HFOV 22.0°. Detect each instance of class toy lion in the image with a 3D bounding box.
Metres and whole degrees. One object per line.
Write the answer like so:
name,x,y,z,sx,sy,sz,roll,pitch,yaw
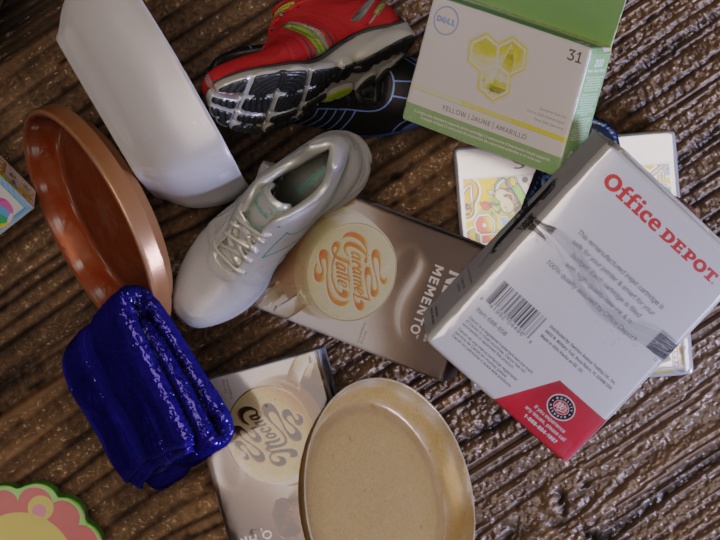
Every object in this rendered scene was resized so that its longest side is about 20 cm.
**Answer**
toy lion,-0.300,0.278,1.540,0.191,0.069,0.200,-6,90,-3

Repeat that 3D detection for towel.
towel,-0.177,0.100,1.460,0.050,0.200,0.148,-32,87,-27

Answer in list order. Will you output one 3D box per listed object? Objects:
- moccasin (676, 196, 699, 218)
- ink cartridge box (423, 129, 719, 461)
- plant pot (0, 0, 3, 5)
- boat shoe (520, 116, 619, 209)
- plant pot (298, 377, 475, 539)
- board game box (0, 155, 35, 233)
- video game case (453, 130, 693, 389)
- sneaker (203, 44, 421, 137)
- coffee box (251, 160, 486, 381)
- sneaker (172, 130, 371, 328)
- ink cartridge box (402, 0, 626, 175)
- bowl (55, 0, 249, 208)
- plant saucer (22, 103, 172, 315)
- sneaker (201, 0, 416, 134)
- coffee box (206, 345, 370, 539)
moccasin,0.197,0.027,1.463,0.074,0.078,0.201,43,93,2
ink cartridge box,0.166,0.016,1.383,0.144,0.084,0.200,41,100,-9
plant pot,-0.371,-0.220,1.502,0.200,0.093,0.201,-4,54,5
boat shoe,0.161,-0.027,1.471,0.084,0.069,0.200,17,90,4
plant pot,0.017,0.185,1.464,0.027,0.200,0.200,-15,89,41
board game box,-0.385,-0.045,1.508,0.200,0.034,0.134,-36,116,13
video game case,0.174,-0.008,1.515,0.182,0.023,0.200,-4,90,5
sneaker,-0.028,-0.147,1.502,0.200,0.078,0.070,1,89,4
coffee box,0.000,0.000,1.489,0.200,0.080,0.115,21,93,11
sneaker,-0.079,-0.036,1.427,0.070,0.080,0.200,45,99,10
ink cartridge box,0.126,-0.191,1.427,0.145,0.048,0.200,23,109,27
bowl,-0.166,-0.134,1.449,0.075,0.200,0.200,-31,84,-2
plant saucer,-0.205,-0.041,1.467,0.032,0.200,0.201,-28,88,-24
sneaker,-0.051,-0.169,1.432,0.200,0.077,0.085,-24,69,-38
coffee box,-0.058,0.173,1.505,0.113,0.080,0.200,-15,89,3
